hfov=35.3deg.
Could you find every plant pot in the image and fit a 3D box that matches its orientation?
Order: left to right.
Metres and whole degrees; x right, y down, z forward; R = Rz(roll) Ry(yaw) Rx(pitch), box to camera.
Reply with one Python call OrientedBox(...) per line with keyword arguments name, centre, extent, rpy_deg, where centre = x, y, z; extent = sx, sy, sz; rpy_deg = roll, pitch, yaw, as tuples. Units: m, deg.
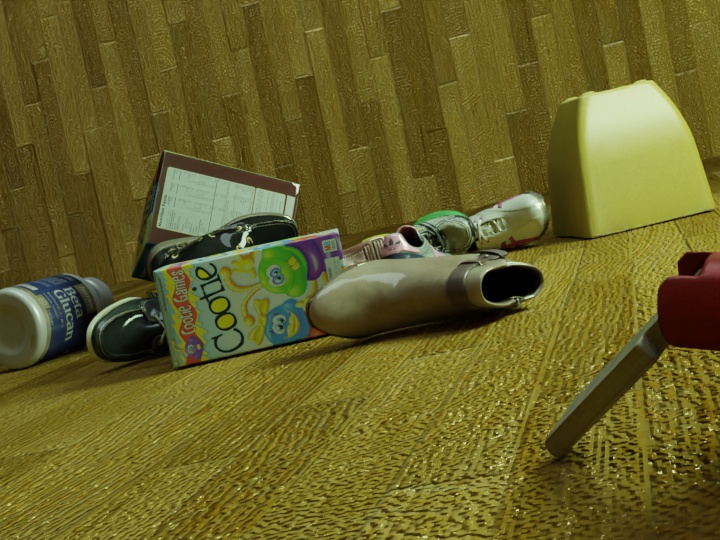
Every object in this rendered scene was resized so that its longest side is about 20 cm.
OrientedBox(name="plant pot", centre=(0.381, -0.168, 1.674), extent=(0.191, 0.204, 0.195), rpy_deg=(-13, 3, -6))

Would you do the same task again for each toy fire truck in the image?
OrientedBox(name="toy fire truck", centre=(0.186, 0.020, 0.495), extent=(0.197, 0.131, 0.175), rpy_deg=(4, 13, 37))

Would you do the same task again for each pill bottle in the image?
OrientedBox(name="pill bottle", centre=(-0.442, 0.066, 1.628), extent=(0.109, 0.113, 0.200), rpy_deg=(-10, 5, 23))

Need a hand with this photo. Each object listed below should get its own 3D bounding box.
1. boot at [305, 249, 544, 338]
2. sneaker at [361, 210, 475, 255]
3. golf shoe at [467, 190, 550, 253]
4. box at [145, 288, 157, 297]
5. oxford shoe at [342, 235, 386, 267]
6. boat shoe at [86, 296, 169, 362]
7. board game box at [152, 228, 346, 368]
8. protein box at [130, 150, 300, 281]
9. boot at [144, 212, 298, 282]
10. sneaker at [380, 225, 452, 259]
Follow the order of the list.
OrientedBox(name="boot", centre=(0.067, 0.019, 1.048), extent=(0.198, 0.072, 0.145), rpy_deg=(-16, 8, -36))
OrientedBox(name="sneaker", centre=(0.078, -0.027, 1.675), extent=(0.197, 0.079, 0.085), rpy_deg=(-21, 9, 14))
OrientedBox(name="golf shoe", centre=(0.207, -0.061, 1.699), extent=(0.091, 0.074, 0.199), rpy_deg=(-22, -2, -30))
OrientedBox(name="box", centre=(-0.239, 0.052, 1.535), extent=(0.069, 0.065, 0.200), rpy_deg=(-13, 3, -19))
OrientedBox(name="oxford shoe", centre=(0.000, 0.000, 1.489), extent=(0.197, 0.072, 0.075), rpy_deg=(-6, -12, -25))
OrientedBox(name="boat shoe", centre=(-0.237, 0.062, 1.347), extent=(0.067, 0.073, 0.198), rpy_deg=(-9, 2, 40))
OrientedBox(name="board game box", centre=(-0.110, 0.027, 1.215), extent=(0.196, 0.105, 0.105), rpy_deg=(-12, 4, -1))
OrientedBox(name="protein box", centre=(-0.212, -0.055, 1.630), extent=(0.197, 0.137, 0.198), rpy_deg=(13, -17, -14))
OrientedBox(name="boot", centre=(-0.150, -0.009, 1.358), extent=(0.197, 0.074, 0.150), rpy_deg=(-12, 20, -19))
OrientedBox(name="sneaker", centre=(0.076, -0.018, 1.403), extent=(0.069, 0.084, 0.200), rpy_deg=(-11, 4, 17))
